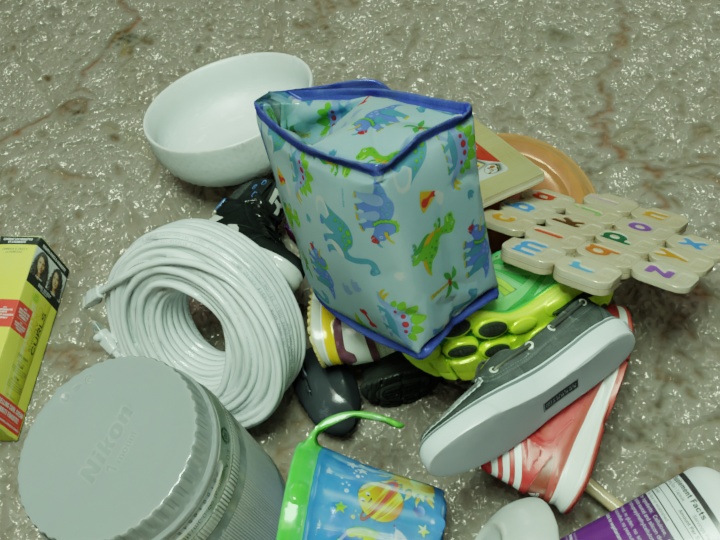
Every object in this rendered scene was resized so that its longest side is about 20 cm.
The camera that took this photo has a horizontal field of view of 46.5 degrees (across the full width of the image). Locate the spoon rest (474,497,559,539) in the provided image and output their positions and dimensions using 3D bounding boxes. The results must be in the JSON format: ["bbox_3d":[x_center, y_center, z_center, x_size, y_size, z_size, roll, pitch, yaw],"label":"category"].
[{"bbox_3d":[0.094,0.260,0.633,0.060,0.201,0.100,25,18,-14],"label":"spoon rest"}]

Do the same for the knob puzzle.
[{"bbox_3d":[0.049,-0.085,0.815,0.217,0.031,0.221,-8,37,6],"label":"knob puzzle"}]

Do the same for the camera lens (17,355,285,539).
[{"bbox_3d":[-0.157,0.179,0.679,0.158,0.201,0.161,-8,55,12],"label":"camera lens"}]

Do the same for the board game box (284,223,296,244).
[{"bbox_3d":[0.031,-0.064,0.901,0.199,0.032,0.120,-37,65,-13],"label":"board game box"}]

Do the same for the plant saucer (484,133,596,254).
[{"bbox_3d":[0.149,-0.056,0.849,0.198,0.038,0.202,-1,68,2],"label":"plant saucer"}]

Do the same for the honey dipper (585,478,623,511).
[{"bbox_3d":[0.208,0.195,0.711,0.038,0.038,0.200,-42,65,-16],"label":"honey dipper"}]

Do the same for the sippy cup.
[{"bbox_3d":[0.001,0.218,0.683,0.129,0.179,0.140,8,27,2],"label":"sippy cup"}]

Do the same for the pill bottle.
[{"bbox_3d":[0.231,0.222,0.621,0.199,0.112,0.113,-31,58,7],"label":"pill bottle"}]

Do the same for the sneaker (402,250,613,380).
[{"bbox_3d":[0.119,0.033,0.722,0.198,0.075,0.084,-17,36,-15],"label":"sneaker"}]

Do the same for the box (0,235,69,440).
[{"bbox_3d":[-0.362,0.067,0.862,0.050,0.075,0.202,1,59,10],"label":"box"}]

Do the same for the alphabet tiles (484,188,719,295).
[{"bbox_3d":[0.210,-0.028,0.736,0.195,0.015,0.199,23,32,32],"label":"alphabet tiles"}]

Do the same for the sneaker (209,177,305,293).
[{"bbox_3d":[-0.100,-0.045,0.842,0.199,0.073,0.112,12,60,52],"label":"sneaker"}]

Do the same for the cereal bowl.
[{"bbox_3d":[-0.137,-0.159,0.938,0.198,0.084,0.201,-9,40,8],"label":"cereal bowl"}]

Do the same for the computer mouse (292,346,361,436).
[{"bbox_3d":[-0.063,0.077,0.815,0.059,0.034,0.200,-54,56,24],"label":"computer mouse"}]

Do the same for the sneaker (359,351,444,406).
[{"bbox_3d":[0.088,0.058,0.792,0.198,0.076,0.091,-15,54,0],"label":"sneaker"}]

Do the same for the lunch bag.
[{"bbox_3d":[0.001,-0.051,0.667,0.127,0.171,0.199,-35,36,-31],"label":"lunch bag"}]

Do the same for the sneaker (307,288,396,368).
[{"bbox_3d":[0.000,0.000,0.804,0.089,0.075,0.202,-8,57,9],"label":"sneaker"}]

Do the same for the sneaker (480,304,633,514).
[{"bbox_3d":[0.157,0.094,0.715,0.115,0.079,0.201,21,52,11],"label":"sneaker"}]

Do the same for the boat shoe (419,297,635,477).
[{"bbox_3d":[0.123,0.089,0.657,0.199,0.069,0.057,-29,51,-15],"label":"boat shoe"}]

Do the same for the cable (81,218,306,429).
[{"bbox_3d":[-0.144,0.053,0.771,0.201,0.200,0.069,51,37,-1],"label":"cable"}]
